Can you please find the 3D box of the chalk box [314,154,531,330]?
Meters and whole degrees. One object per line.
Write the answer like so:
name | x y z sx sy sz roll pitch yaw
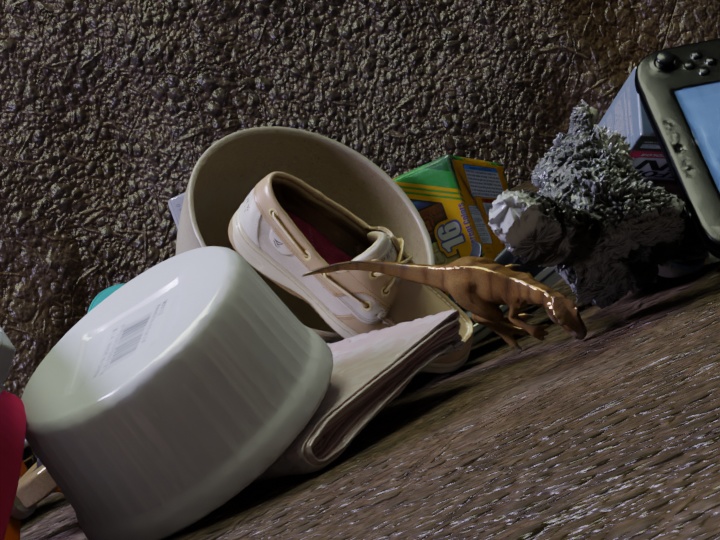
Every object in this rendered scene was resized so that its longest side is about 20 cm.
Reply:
chalk box | 0.028 0.000 1.809 0.199 0.125 0.125 -21 -8 22

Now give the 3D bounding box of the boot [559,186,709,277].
boot | 0.223 -0.022 1.624 0.095 0.074 0.200 4 11 29

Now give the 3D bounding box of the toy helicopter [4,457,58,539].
toy helicopter | -0.226 0.144 1.669 0.132 0.079 0.200 -42 5 -4

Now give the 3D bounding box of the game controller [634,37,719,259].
game controller | 0.257 -0.085 1.496 0.103 0.042 0.201 -17 48 1

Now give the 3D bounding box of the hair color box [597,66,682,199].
hair color box | 0.234 -0.087 1.732 0.098 0.061 0.200 2 -22 -10

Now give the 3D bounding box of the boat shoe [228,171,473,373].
boat shoe | 0.000 0.000 1.588 0.069 0.199 0.074 -58 2 44

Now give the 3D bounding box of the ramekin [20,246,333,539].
ramekin | -0.125 0.075 1.425 0.200 0.098 0.201 -32 20 13

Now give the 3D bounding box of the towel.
towel | -0.047 0.097 1.494 0.199 0.032 0.191 -18 13 44

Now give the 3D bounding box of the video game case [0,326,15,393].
video game case | -0.267 0.124 1.387 0.022 0.201 0.182 20 3 -17

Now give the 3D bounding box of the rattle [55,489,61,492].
rattle | -0.181 0.122 1.747 0.142 0.131 0.200 -28 21 -15

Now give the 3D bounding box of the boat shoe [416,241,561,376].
boat shoe | 0.095 0.011 1.667 0.200 0.062 0.075 -39 0 -2

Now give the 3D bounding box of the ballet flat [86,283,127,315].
ballet flat | -0.159 0.077 1.647 0.067 0.064 0.200 -25 29 -8

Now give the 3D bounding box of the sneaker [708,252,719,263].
sneaker | 0.298 -0.080 1.596 0.069 0.100 0.200 -17 6 36

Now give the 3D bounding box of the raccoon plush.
raccoon plush | 0.135 -0.065 1.469 0.097 0.134 0.200 -41 -35 13

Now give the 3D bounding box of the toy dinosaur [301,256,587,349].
toy dinosaur | 0.074 0.008 1.535 0.199 0.061 0.106 9 -13 28

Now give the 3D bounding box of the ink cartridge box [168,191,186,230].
ink cartridge box | -0.079 0.012 1.875 0.043 0.198 0.200 -19 4 20

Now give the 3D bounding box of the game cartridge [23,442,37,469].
game cartridge | -0.339 0.200 1.816 0.133 0.041 0.200 -38 -3 28

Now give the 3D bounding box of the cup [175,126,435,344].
cup | -0.062 0.012 1.696 0.200 0.201 0.144 -25 -22 -43

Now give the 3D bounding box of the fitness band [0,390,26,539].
fitness band | -0.256 0.148 1.427 0.037 0.145 0.200 19 -13 -18
